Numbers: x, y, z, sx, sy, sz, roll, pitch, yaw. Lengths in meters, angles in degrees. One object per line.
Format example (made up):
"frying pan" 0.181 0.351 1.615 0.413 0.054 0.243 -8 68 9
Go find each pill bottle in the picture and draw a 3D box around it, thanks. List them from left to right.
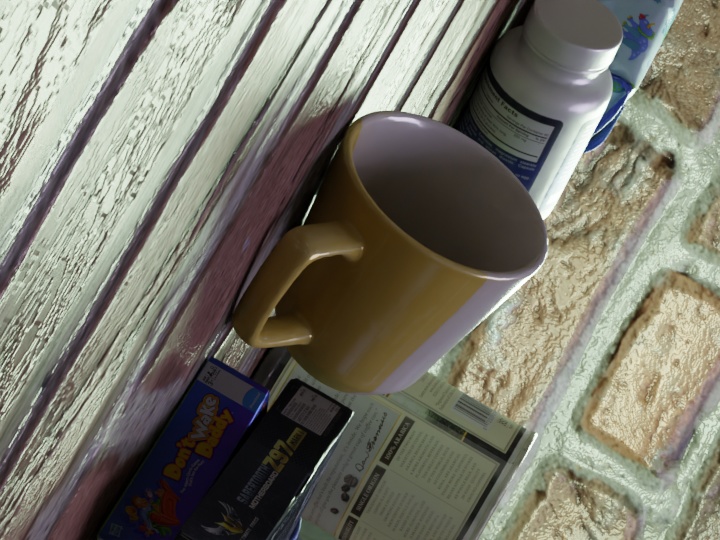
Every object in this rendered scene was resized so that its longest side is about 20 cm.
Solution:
"pill bottle" 0.152 -0.143 2.055 0.111 0.111 0.200 -53 171 -50

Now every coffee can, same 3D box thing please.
"coffee can" 0.011 0.135 1.770 0.146 0.200 0.146 -59 174 -10

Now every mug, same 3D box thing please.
"mug" 0.003 -0.004 1.527 0.153 0.186 0.150 -54 -149 34

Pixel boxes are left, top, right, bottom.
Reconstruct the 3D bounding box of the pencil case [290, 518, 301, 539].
"pencil case" -0.101 0.237 1.895 0.200 0.078 0.087 110 -22 -55

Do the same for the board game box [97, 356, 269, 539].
"board game box" -0.115 0.151 1.535 0.135 0.045 0.200 -58 174 -20

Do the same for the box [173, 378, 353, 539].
"box" -0.083 0.178 1.469 0.158 0.051 0.200 -64 173 32

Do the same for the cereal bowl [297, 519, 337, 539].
"cereal bowl" -0.015 0.210 2.006 0.200 0.200 0.083 -58 156 -23

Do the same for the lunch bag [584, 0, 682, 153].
"lunch bag" 0.205 -0.205 2.204 0.170 0.127 0.200 -59 -173 -30
